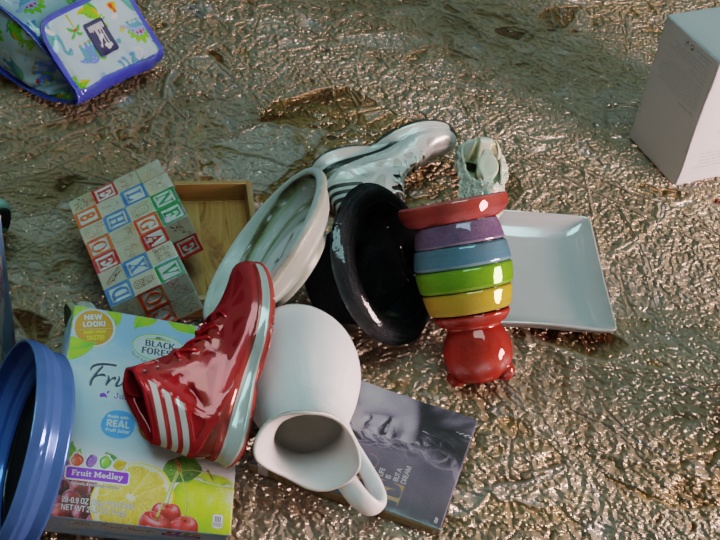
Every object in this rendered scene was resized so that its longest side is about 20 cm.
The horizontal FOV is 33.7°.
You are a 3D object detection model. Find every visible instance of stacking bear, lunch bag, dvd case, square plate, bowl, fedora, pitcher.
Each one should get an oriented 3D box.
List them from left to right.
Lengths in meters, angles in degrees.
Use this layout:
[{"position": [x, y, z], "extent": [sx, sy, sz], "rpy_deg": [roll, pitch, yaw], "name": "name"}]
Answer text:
[{"position": [-0.303, 0.162, 1.051], "extent": [0.039, 0.201, 0.201], "rpy_deg": [17, 38, -27], "name": "bowl"}, {"position": [-0.388, -0.313, 1.584], "extent": [0.200, 0.127, 0.170], "rpy_deg": [39, 48, 11], "name": "lunch bag"}, {"position": [-0.042, 0.135, 1.157], "extent": [0.121, 0.172, 0.200], "rpy_deg": [-34, 30, 11], "name": "pitcher"}, {"position": [0.000, 0.000, 1.316], "extent": [0.092, 0.201, 0.201], "rpy_deg": [-16, 34, 31], "name": "fedora"}, {"position": [0.006, 0.176, 1.210], "extent": [0.200, 0.016, 0.149], "rpy_deg": [17, 44, 9], "name": "dvd case"}, {"position": [0.115, 0.023, 1.280], "extent": [0.121, 0.200, 0.114], "rpy_deg": [-10, 2, 6], "name": "stacking bear"}, {"position": [0.189, 0.001, 1.413], "extent": [0.200, 0.028, 0.198], "rpy_deg": [4, 43, -5], "name": "square plate"}]

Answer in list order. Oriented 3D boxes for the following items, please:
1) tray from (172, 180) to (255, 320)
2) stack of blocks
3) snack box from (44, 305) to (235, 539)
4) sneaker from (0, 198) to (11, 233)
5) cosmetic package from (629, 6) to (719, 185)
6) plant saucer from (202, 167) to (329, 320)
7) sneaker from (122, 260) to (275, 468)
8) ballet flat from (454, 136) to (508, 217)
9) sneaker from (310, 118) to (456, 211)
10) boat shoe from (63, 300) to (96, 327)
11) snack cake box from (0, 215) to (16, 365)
[{"position": [-0.168, -0.027, 1.378], "extent": [0.099, 0.037, 0.200], "rpy_deg": [-1, 45, -11], "name": "tray"}, {"position": [-0.237, -0.026, 1.309], "extent": [0.115, 0.059, 0.200], "rpy_deg": [-26, 44, -7], "name": "stack of blocks"}, {"position": [-0.201, 0.146, 1.102], "extent": [0.169, 0.068, 0.200], "rpy_deg": [10, 61, -19], "name": "snack box"}, {"position": [-0.498, -0.044, 1.310], "extent": [0.140, 0.078, 0.200], "rpy_deg": [31, 47, 20], "name": "sneaker"}, {"position": [0.495, -0.240, 1.591], "extent": [0.199, 0.200, 0.123], "rpy_deg": [-12, 45, -21], "name": "cosmetic package"}, {"position": [-0.087, -0.015, 1.245], "extent": [0.050, 0.200, 0.200], "rpy_deg": [36, 40, -19], "name": "plant saucer"}, {"position": [-0.148, 0.070, 1.077], "extent": [0.115, 0.078, 0.200], "rpy_deg": [16, 59, -20], "name": "sneaker"}, {"position": [0.157, -0.129, 1.491], "extent": [0.072, 0.072, 0.200], "rpy_deg": [7, 32, -3], "name": "ballet flat"}, {"position": [0.048, -0.112, 1.489], "extent": [0.200, 0.076, 0.115], "rpy_deg": [-20, 59, -17], "name": "sneaker"}, {"position": [-0.237, 0.108, 1.206], "extent": [0.068, 0.075, 0.200], "rpy_deg": [-20, 61, -29], "name": "boat shoe"}, {"position": [-0.402, 0.037, 1.153], "extent": [0.115, 0.200, 0.067], "rpy_deg": [2, 45, -7], "name": "snack cake box"}]
